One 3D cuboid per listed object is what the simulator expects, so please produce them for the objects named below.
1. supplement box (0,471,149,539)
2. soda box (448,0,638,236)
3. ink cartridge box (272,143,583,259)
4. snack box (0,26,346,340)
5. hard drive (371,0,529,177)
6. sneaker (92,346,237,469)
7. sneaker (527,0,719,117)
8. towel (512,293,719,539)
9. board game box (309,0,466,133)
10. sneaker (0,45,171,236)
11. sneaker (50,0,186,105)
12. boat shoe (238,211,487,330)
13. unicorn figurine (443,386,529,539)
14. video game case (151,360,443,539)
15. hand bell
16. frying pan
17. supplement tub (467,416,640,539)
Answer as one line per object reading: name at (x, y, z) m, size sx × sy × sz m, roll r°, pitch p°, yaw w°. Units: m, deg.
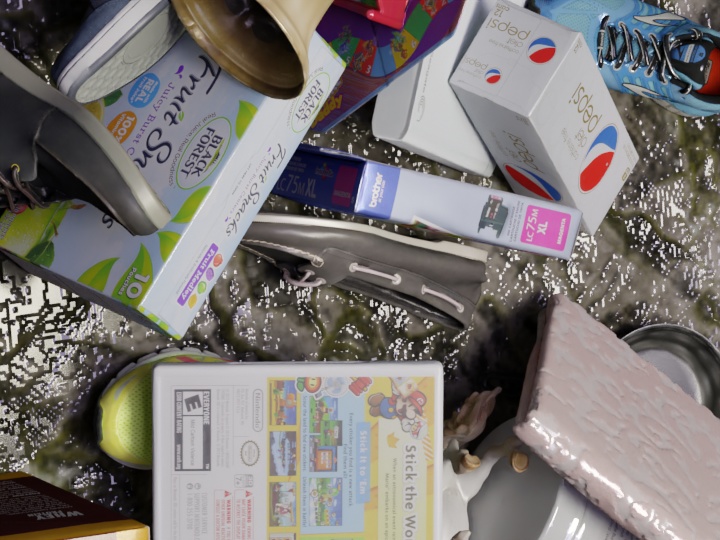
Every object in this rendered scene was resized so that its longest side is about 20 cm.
supplement box at (-0.247, 0.208, 1.503) m, size 0.196 × 0.200 × 0.133 m, roll -5°, pitch 97°, yaw -29°
soda box at (0.123, -0.098, 1.698) m, size 0.068 × 0.064 × 0.200 m, roll -59°, pitch 154°, yaw -10°
ink cartridge box at (0.029, -0.048, 1.677) m, size 0.199 × 0.119 × 0.042 m, roll 14°, pitch 90°, yaw -30°
snack box at (-0.118, -0.071, 1.577) m, size 0.200 × 0.142 × 0.053 m, roll -60°, pitch 142°, yaw -11°
hard drive at (0.062, -0.137, 1.668) m, size 0.200 × 0.027 × 0.133 m, roll 14°, pitch 88°, yaw -71°
sneaker at (-0.072, 0.092, 1.652) m, size 0.199 × 0.090 × 0.079 m, roll -2°, pitch 98°, yaw -27°
sneaker at (0.200, -0.155, 1.778) m, size 0.199 × 0.090 × 0.079 m, roll 10°, pitch 91°, yaw -30°
towel at (0.188, 0.120, 1.726) m, size 0.200 × 0.191 × 0.032 m, roll 38°, pitch 115°, yaw -10°
board game box at (-0.013, -0.184, 1.589) m, size 0.039 × 0.200 × 0.159 m, roll 12°, pitch 54°, yaw -42°
sneaker at (-0.202, -0.053, 1.522) m, size 0.106 × 0.200 × 0.075 m, roll -46°, pitch 144°, yaw -10°
sneaker at (-0.152, -0.208, 1.560) m, size 0.146 × 0.077 × 0.202 m, roll 38°, pitch 75°, yaw 8°
boat shoe at (0.000, 0.000, 1.697) m, size 0.199 × 0.067 × 0.057 m, roll 9°, pitch 86°, yaw -33°
unicorn figurine at (0.045, 0.181, 1.720) m, size 0.074 × 0.137 × 0.200 m, roll 39°, pitch 62°, yaw -17°
video game case at (-0.039, 0.156, 1.616) m, size 0.181 × 0.023 × 0.201 m, roll 0°, pitch 96°, yaw -4°
hand bell at (-0.011, -0.204, 1.524) m, size 0.200 × 0.104 × 0.104 m, roll -48°, pitch 115°, yaw -23°
frying pan at (0.177, 0.104, 1.826) m, size 0.189 × 0.031 × 0.115 m, roll -15°, pitch 97°, yaw -16°
supplement tub at (0.171, 0.192, 1.775) m, size 0.200 × 0.132 × 0.132 m, roll 28°, pitch 82°, yaw -28°
